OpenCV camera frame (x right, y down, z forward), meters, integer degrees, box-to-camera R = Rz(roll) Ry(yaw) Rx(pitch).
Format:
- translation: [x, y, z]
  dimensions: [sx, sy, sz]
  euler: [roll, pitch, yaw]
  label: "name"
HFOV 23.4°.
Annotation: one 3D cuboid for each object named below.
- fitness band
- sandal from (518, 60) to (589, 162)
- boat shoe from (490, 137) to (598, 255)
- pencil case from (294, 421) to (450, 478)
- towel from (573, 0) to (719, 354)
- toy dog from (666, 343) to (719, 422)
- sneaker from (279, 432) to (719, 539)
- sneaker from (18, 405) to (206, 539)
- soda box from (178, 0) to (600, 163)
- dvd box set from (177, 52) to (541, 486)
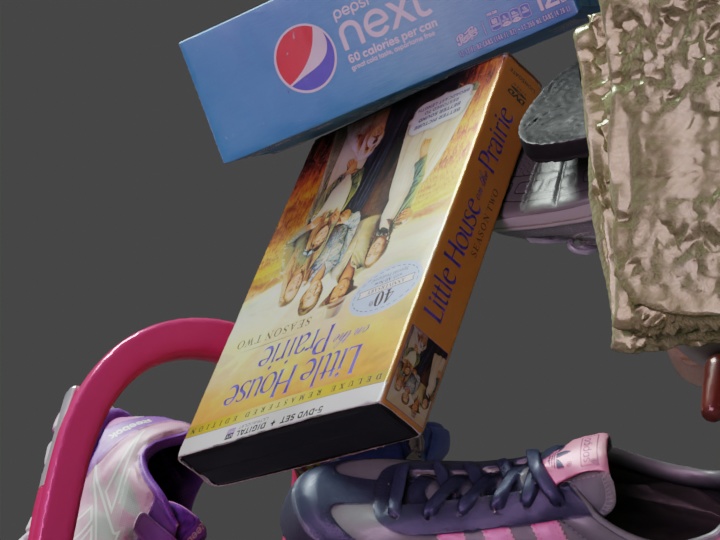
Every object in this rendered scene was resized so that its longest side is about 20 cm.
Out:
- translation: [-0.084, 0.121, 0.836]
  dimensions: [0.037, 0.143, 0.201]
  euler: [137, 146, -66]
  label: "fitness band"
- translation: [0.149, -0.114, 0.757]
  dimensions: [0.200, 0.048, 0.075]
  euler: [-31, 28, -3]
  label: "sandal"
- translation: [0.143, -0.042, 0.774]
  dimensions: [0.201, 0.065, 0.075]
  euler: [-13, 41, 29]
  label: "boat shoe"
- translation: [0.024, 0.159, 0.784]
  dimensions: [0.087, 0.078, 0.201]
  euler: [130, 133, -54]
  label: "pencil case"
- translation: [0.174, -0.052, 0.641]
  dimensions: [0.199, 0.036, 0.149]
  euler: [-10, 79, 32]
  label: "towel"
- translation: [0.199, 0.007, 0.694]
  dimensions: [0.200, 0.132, 0.097]
  euler: [-30, 39, 34]
  label: "toy dog"
- translation: [0.068, 0.094, 0.720]
  dimensions: [0.199, 0.082, 0.070]
  euler: [7, 41, -2]
  label: "sneaker"
- translation: [-0.124, 0.149, 0.871]
  dimensions: [0.088, 0.081, 0.201]
  euler: [-4, 50, 19]
  label: "sneaker"
- translation: [0.015, -0.120, 0.863]
  dimensions: [0.199, 0.064, 0.068]
  euler: [-21, 91, 22]
  label: "soda box"
- translation: [0.000, 0.000, 0.811]
  dimensions: [0.146, 0.029, 0.201]
  euler: [-20, 39, 46]
  label: "dvd box set"
